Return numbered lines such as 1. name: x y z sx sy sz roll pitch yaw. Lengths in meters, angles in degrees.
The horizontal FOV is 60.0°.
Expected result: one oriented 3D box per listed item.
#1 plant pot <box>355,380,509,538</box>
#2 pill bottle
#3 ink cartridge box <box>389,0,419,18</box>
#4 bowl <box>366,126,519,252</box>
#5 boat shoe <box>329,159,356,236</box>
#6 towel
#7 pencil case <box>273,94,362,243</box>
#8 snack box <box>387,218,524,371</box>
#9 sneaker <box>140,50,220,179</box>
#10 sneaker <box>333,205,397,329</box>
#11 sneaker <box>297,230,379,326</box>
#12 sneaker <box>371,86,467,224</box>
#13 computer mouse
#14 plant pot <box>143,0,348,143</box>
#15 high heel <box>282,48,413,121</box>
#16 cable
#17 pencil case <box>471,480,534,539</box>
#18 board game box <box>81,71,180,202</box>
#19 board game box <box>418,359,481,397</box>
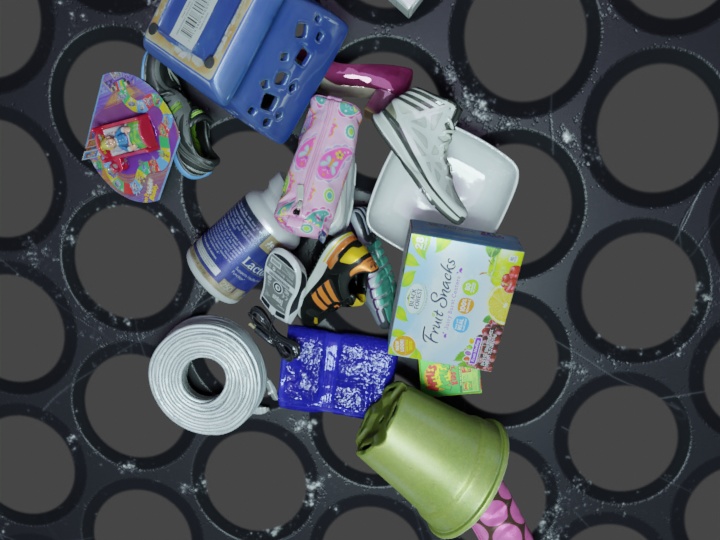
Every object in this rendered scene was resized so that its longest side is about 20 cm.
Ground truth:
1. plant pot: 0.098 0.277 0.978 0.183 0.201 0.202 34 101 -10
2. pill bottle: -0.166 -0.053 0.978 0.199 0.116 0.116 -41 97 10
3. ink cartridge box: 0.041 -0.492 0.894 0.199 0.086 0.147 40 101 -6
4. bowl: 0.123 -0.119 0.970 0.197 0.075 0.203 26 102 -2
5. boat shoe: -0.035 -0.151 0.964 0.071 0.069 0.204 -7 72 15
6. towel: -0.038 0.177 1.050 0.196 0.050 0.151 7 102 2
7. pencil case: -0.060 -0.145 0.886 0.086 0.087 0.203 18 79 -1
8. snack box: 0.136 0.039 0.935 0.165 0.068 0.203 10 113 -1
9. sneaker: -0.270 -0.244 0.960 0.082 0.071 0.203 -12 107 30
10. sneaker: 0.000 0.000 1.015 0.086 0.074 0.204 -11 99 29
11. sneaker: -0.036 0.036 0.968 0.090 0.069 0.202 44 133 19
12. sneaker: 0.115 -0.171 0.886 0.115 0.076 0.202 -36 94 11
13. computer mouse: -0.118 0.044 0.968 0.109 0.044 0.202 39 133 20
14. plant pot: -0.167 -0.322 0.859 0.199 0.179 0.202 37 102 21
15. high heel: -0.019 -0.310 0.957 0.198 0.067 0.097 32 80 -4
16. cable: -0.257 0.179 1.052 0.197 0.069 0.203 -18 100 7
17. pencil case: 0.223 0.419 1.066 0.093 0.090 0.202 -35 97 -28
18. board game box: -0.364 -0.195 0.959 0.157 0.039 0.201 37 123 6
19. board game box: 0.140 0.102 1.026 0.099 0.048 0.204 -6 101 5
